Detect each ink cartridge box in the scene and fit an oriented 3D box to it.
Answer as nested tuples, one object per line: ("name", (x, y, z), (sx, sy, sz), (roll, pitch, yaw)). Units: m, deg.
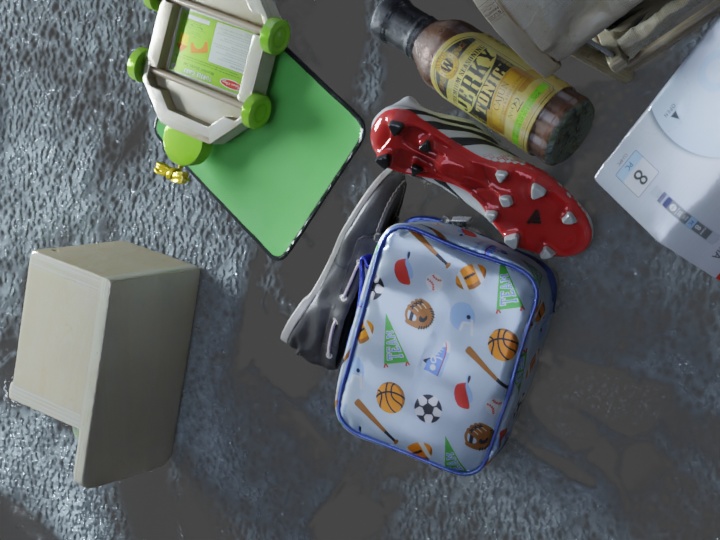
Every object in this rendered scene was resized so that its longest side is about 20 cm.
("ink cartridge box", (0.291, -0.063, 1.087), (0.200, 0.047, 0.160), (48, 117, 22))

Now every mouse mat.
("mouse mat", (-0.096, -0.129, 1.358), (0.200, 0.008, 0.161), (45, 116, 21))

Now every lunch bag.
("lunch bag", (0.065, 0.055, 1.218), (0.159, 0.075, 0.201), (21, 105, 17))

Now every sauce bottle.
("sauce bottle", (0.092, -0.158, 1.198), (0.200, 0.065, 0.065), (35, 112, 26))

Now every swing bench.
("swing bench", (0.196, -0.236, 1.041), (0.198, 0.200, 0.130), (-34, 77, 31))

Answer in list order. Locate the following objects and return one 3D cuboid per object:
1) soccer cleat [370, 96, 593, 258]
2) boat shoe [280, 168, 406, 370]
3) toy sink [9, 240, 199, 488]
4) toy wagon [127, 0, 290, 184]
("soccer cleat", (0.102, -0.080, 1.201), (0.199, 0.085, 0.069), (27, 123, 4))
("boat shoe", (0.000, 0.000, 1.280), (0.057, 0.067, 0.201), (35, 118, 8))
("toy sink", (-0.246, 0.084, 1.405), (0.111, 0.130, 0.201), (17, 105, 30))
("toy wagon", (-0.144, -0.178, 1.359), (0.155, 0.039, 0.201), (24, 108, 30))
